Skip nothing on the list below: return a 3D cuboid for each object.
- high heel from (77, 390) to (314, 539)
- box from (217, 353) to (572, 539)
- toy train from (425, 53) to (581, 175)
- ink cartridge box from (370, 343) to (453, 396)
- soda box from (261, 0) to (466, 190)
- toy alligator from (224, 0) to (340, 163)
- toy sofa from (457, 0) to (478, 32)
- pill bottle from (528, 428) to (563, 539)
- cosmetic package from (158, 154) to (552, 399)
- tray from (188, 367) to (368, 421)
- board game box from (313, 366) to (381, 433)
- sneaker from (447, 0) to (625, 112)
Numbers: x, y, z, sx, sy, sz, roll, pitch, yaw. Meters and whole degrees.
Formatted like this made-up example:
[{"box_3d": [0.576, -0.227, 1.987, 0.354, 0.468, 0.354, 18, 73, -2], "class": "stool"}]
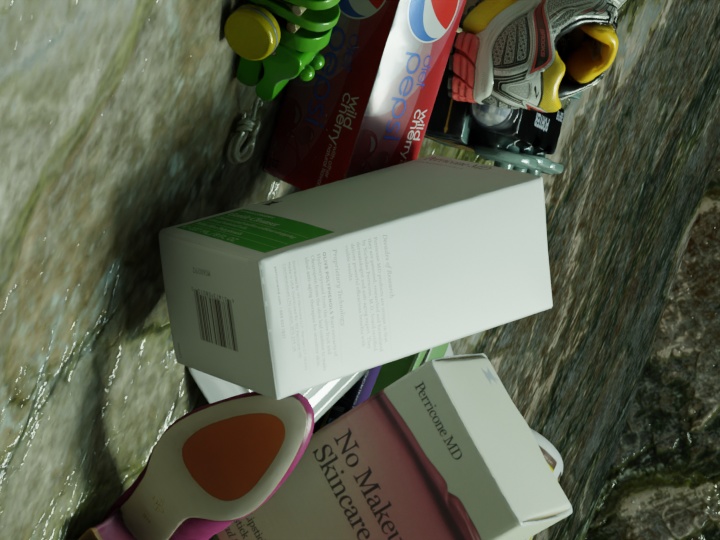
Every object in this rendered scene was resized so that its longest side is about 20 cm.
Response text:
[{"box_3d": [-0.084, 0.116, 1.213, 0.200, 0.067, 0.096, -34, 175, 30], "class": "high heel"}, {"box_3d": [0.018, 0.160, 1.429, 0.200, 0.128, 0.109, -34, 166, 20], "class": "box"}, {"box_3d": [0.088, -0.115, 1.517, 0.200, 0.114, 0.085, 0, 104, -75], "class": "toy train"}, {"box_3d": [0.029, 0.099, 1.700, 0.200, 0.059, 0.104, 71, 42, -67], "class": "ink cartridge box"}, {"box_3d": [0.011, -0.139, 1.274, 0.063, 0.070, 0.200, 2, 110, -50], "class": "soda box"}, {"box_3d": [-0.039, -0.132, 1.171, 0.059, 0.054, 0.200, -52, 157, -45], "class": "toy alligator"}, {"box_3d": [0.105, -0.239, 1.393, 0.083, 0.098, 0.200, 19, 92, -44], "class": "toy sofa"}, {"box_3d": [0.117, 0.253, 2.111, 0.200, 0.109, 0.109, -61, 163, -26], "class": "pill bottle"}, {"box_3d": [0.000, 0.000, 1.200, 0.200, 0.108, 0.085, -19, 110, -35], "class": "cosmetic package"}, {"box_3d": [-0.015, 0.034, 1.357, 0.200, 0.022, 0.107, -44, 129, -22], "class": "tray"}, {"box_3d": [-0.012, 0.014, 1.456, 0.200, 0.057, 0.165, -68, 163, -1], "class": "board game box"}, {"box_3d": [0.133, -0.150, 1.345, 0.200, 0.082, 0.078, -45, 147, -45], "class": "sneaker"}]
